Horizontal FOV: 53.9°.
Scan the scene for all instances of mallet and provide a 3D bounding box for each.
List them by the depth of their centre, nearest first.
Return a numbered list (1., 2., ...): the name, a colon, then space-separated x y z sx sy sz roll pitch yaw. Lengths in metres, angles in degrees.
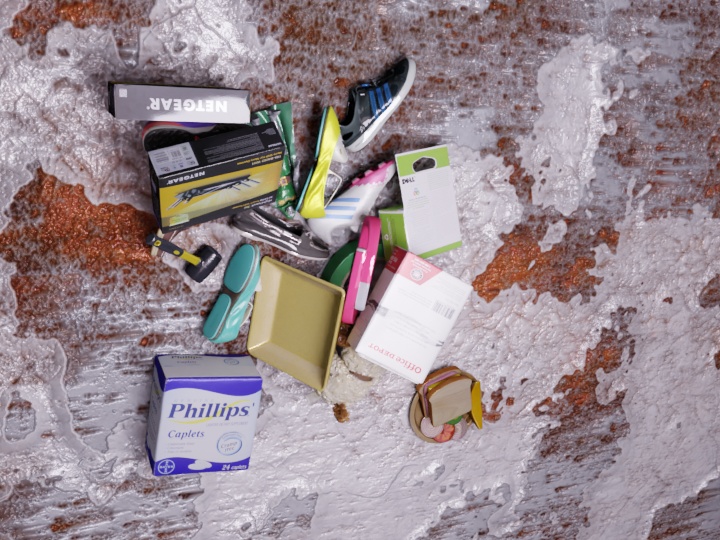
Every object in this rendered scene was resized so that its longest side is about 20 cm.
1. mallet: -0.294 -0.035 1.194 0.066 0.041 0.200 -46 160 -6

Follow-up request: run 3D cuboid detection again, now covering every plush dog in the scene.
1. plush dog: -0.010 0.183 1.371 0.199 0.161 0.172 23 120 -28

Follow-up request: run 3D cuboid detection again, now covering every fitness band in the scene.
1. fitness band: 0.000 0.000 1.284 0.037 0.144 0.201 13 104 -3

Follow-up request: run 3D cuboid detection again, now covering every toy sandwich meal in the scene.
1. toy sandwich meal: 0.200 0.308 1.580 0.204 0.070 0.207 -8 112 -21

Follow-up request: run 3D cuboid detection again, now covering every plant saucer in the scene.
1. plant saucer: -0.112 0.093 1.318 0.048 0.199 0.201 -11 118 -54

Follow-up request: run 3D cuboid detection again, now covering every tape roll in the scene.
1. tape roll: 0.017 0.037 1.412 0.199 0.048 0.202 -8 112 -21

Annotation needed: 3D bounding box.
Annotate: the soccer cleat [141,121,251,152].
1. soccer cleat: -0.257 -0.224 1.169 0.198 0.073 0.069 -4 127 -18

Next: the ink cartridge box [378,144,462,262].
1. ink cartridge box: 0.109 -0.128 1.354 0.147 0.075 0.202 -18 104 -38

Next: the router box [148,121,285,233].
1. router box: -0.225 -0.143 1.108 0.199 0.052 0.157 -19 159 -21

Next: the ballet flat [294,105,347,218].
1. ballet flat: -0.060 -0.186 1.256 0.067 0.067 0.201 16 102 -8

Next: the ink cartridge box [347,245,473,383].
1. ink cartridge box: 0.086 0.079 1.275 0.146 0.083 0.201 28 92 -17

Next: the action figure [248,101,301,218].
1. action figure: -0.147 -0.183 1.259 0.118 0.055 0.201 -23 121 -17

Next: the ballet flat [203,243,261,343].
1. ballet flat: -0.223 0.043 1.309 0.070 0.067 0.201 15 104 -52

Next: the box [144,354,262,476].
1. box: -0.296 0.268 1.329 0.183 0.105 0.201 3 107 -25

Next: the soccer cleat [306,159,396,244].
1. soccer cleat: -0.006 -0.127 1.326 0.199 0.070 0.087 -34 102 1

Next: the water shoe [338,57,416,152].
1. water shoe: 0.023 -0.309 1.273 0.079 0.071 0.201 34 93 -24

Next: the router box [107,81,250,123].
1. router box: -0.286 -0.263 1.104 0.199 0.157 0.053 -3 106 -23

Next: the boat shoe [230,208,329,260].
1. boat shoe: -0.137 -0.071 1.294 0.199 0.067 0.057 18 107 -25

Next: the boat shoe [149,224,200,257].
1. boat shoe: -0.288 -0.102 1.210 0.072 0.072 0.201 31 89 -18
